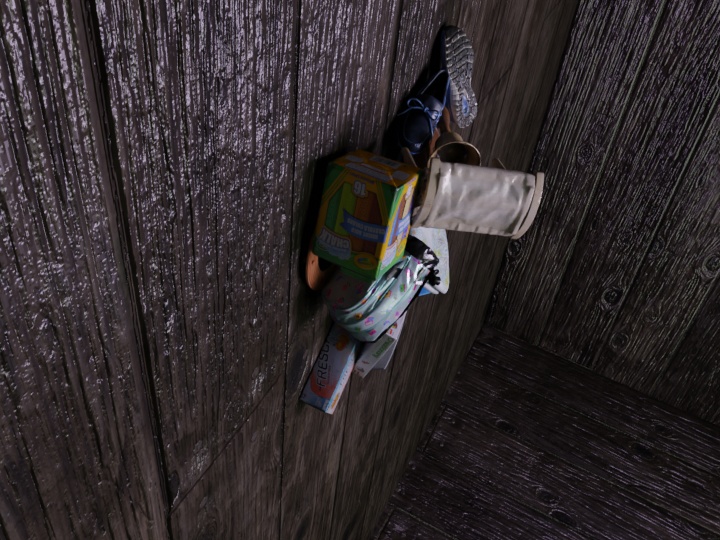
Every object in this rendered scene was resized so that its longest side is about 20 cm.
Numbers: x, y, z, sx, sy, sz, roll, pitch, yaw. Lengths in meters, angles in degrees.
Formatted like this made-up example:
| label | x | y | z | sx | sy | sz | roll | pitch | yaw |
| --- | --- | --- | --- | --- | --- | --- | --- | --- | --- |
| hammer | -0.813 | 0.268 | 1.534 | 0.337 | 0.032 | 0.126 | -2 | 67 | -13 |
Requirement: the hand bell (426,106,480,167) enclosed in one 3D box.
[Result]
| label | x | y | z | sx | sy | sz | roll | pitch | yaw |
| --- | --- | --- | --- | --- | --- | --- | --- | --- | --- |
| hand bell | 0.169 | -0.269 | 1.383 | 0.105 | 0.102 | 0.202 | 95 | -7 | -46 |

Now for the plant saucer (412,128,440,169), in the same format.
| label | x | y | z | sx | sy | sz | roll | pitch | yaw |
| --- | --- | --- | --- | --- | --- | --- | --- | --- | --- |
| plant saucer | 0.142 | -0.220 | 1.429 | 0.200 | 0.034 | 0.204 | -10 | 90 | -68 |

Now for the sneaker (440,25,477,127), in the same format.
| label | x | y | z | sx | sy | sz | roll | pitch | yaw |
| --- | --- | --- | --- | --- | --- | --- | --- | --- | --- |
| sneaker | 0.180 | -0.395 | 1.440 | 0.078 | 0.089 | 0.203 | -29 | 126 | -29 |

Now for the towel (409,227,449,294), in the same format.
| label | x | y | z | sx | sy | sz | roll | pitch | yaw |
| --- | --- | --- | --- | --- | --- | --- | --- | --- | --- |
| towel | 0.145 | -0.053 | 1.554 | 0.199 | 0.047 | 0.175 | 33 | 52 | -58 |

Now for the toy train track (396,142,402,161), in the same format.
| label | x | y | z | sx | sy | sz | roll | pitch | yaw |
| --- | --- | --- | --- | --- | --- | --- | --- | --- | --- |
| toy train track | 0.051 | -0.181 | 1.348 | 0.115 | 0.032 | 0.203 | 117 | -6 | -65 |

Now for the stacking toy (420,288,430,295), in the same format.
| label | x | y | z | sx | sy | sz | roll | pitch | yaw |
| --- | --- | --- | --- | --- | --- | --- | --- | --- | --- |
| stacking toy | 0.144 | -0.031 | 1.750 | 0.201 | 0.114 | 0.111 | -69 | 144 | -60 |

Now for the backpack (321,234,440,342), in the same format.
| label | x | y | z | sx | sy | sz | roll | pitch | yaw |
| --- | --- | --- | --- | --- | --- | --- | --- | --- | --- |
| backpack | 0.027 | 0.022 | 1.257 | 0.201 | 0.166 | 0.127 | -51 | 123 | -9 |

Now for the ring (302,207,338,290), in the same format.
| label | x | y | z | sx | sy | sz | roll | pitch | yaw |
| --- | --- | --- | --- | --- | --- | --- | --- | --- | --- |
| ring | -0.048 | -0.063 | 1.220 | 0.202 | 0.019 | 0.202 | -58 | 162 | -31 |

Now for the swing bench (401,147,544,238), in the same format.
| label | x | y | z | sx | sy | sz | roll | pitch | yaw |
| --- | --- | --- | --- | --- | --- | --- | --- | --- | --- |
| swing bench | 0.176 | -0.128 | 1.213 | 0.200 | 0.195 | 0.132 | -128 | -135 | -71 |

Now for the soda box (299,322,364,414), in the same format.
| label | x | y | z | sx | sy | sz | roll | pitch | yaw |
| --- | --- | --- | --- | --- | --- | --- | --- | --- | --- |
| soda box | -0.051 | 0.190 | 1.453 | 0.203 | 0.063 | 0.068 | -66 | 164 | -10 |

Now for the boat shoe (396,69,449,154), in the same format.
| label | x | y | z | sx | sy | sz | roll | pitch | yaw |
| --- | --- | --- | --- | --- | --- | --- | --- | --- | --- |
| boat shoe | 0.118 | -0.311 | 1.342 | 0.069 | 0.083 | 0.203 | 122 | -13 | -56 |

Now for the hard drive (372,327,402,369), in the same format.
| label | x | y | z | sx | sy | sz | roll | pitch | yaw |
| --- | --- | --- | --- | --- | --- | --- | --- | --- | --- |
| hard drive | 0.041 | 0.136 | 1.626 | 0.134 | 0.042 | 0.204 | 7 | 104 | -46 |

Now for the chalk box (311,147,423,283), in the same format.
| label | x | y | z | sx | sy | sz | roll | pitch | yaw |
| --- | --- | --- | --- | --- | --- | --- | --- | --- | --- |
| chalk box | 0.007 | -0.072 | 1.132 | 0.124 | 0.123 | 0.203 | -38 | 144 | -59 |

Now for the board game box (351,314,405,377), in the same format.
| label | x | y | z | sx | sy | sz | roll | pitch | yaw |
| --- | --- | --- | --- | --- | --- | --- | --- | --- | --- |
| board game box | 0.044 | 0.125 | 1.454 | 0.127 | 0.034 | 0.201 | -66 | -175 | -35 |
